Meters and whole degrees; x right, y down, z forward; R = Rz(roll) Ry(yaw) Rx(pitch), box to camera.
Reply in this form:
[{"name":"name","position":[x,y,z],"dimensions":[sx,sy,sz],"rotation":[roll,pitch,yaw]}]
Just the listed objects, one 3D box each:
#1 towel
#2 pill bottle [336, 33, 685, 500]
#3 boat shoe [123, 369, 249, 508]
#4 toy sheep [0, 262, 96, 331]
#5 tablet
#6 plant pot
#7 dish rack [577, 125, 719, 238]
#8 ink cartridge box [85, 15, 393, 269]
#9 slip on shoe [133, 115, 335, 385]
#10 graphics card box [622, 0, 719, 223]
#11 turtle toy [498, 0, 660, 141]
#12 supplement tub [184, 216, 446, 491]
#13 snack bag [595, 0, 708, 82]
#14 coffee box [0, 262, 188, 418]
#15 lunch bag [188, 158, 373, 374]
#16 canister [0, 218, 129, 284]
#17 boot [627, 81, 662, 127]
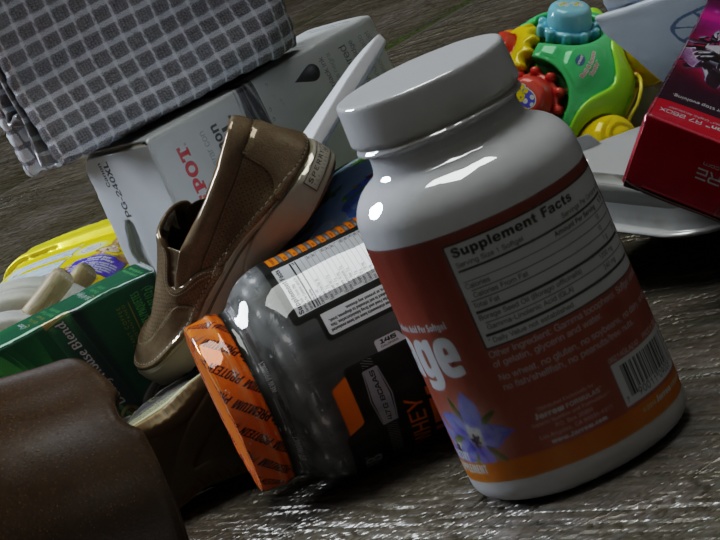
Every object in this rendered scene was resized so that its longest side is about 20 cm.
[{"name":"towel","position":[-0.156,-0.172,1.763],"dimensions":[0.200,0.166,0.086],"rotation":[-30,17,-18]},{"name":"pill bottle","position":[0.066,-0.003,1.309],"dimensions":[0.112,0.200,0.112],"rotation":[-23,11,5]},{"name":"boat shoe","position":[-0.083,0.084,1.548],"dimensions":[0.200,0.073,0.065],"rotation":[-26,14,-4]},{"name":"toy sheep","position":[-0.198,0.064,1.747],"dimensions":[0.138,0.138,0.200],"rotation":[-23,-3,6]},{"name":"tablet","position":[-0.050,-0.042,1.631],"dimensions":[0.200,0.014,0.130],"rotation":[-54,5,47]},{"name":"plant pot","position":[-0.191,0.141,1.257],"dimensions":[0.198,0.201,0.200],"rotation":[-21,9,-22]},{"name":"dish rack","position":[0.209,-0.071,1.610],"dimensions":[0.200,0.044,0.172],"rotation":[-22,18,-30]},{"name":"ink cartridge box","position":[-0.057,-0.057,1.818],"dimensions":[0.200,0.145,0.083],"rotation":[-33,14,-32]},{"name":"slip on shoe","position":[-0.085,-0.012,1.521],"dimensions":[0.200,0.061,0.076],"rotation":[-48,19,47]},{"name":"graphics card box","position":[0.229,-0.090,1.508],"dimensions":[0.125,0.051,0.200],"rotation":[22,36,10]},{"name":"turtle toy","position":[0.113,-0.097,1.822],"dimensions":[0.146,0.101,0.200],"rotation":[-26,33,58]},{"name":"supplement tub","position":[0.017,0.030,1.463],"dimensions":[0.200,0.123,0.123],"rotation":[-26,11,-6]},{"name":"snack bag","position":[0.266,-0.141,1.668],"dimensions":[0.188,0.021,0.200],"rotation":[-16,-29,28]},{"name":"coffee box","position":[-0.186,0.094,1.604],"dimensions":[0.200,0.123,0.044],"rotation":[-26,15,-16]},{"name":"lunch bag","position":[0.000,0.000,1.632],"dimensions":[0.200,0.128,0.170],"rotation":[-25,12,15]},{"name":"canister","position":[-0.215,0.041,1.993],"dimensions":[0.148,0.087,0.200],"rotation":[-18,14,22]},{"name":"boot","position":[0.273,-0.135,1.859],"dimensions":[0.144,0.071,0.201],"rotation":[-22,6,-36]}]
